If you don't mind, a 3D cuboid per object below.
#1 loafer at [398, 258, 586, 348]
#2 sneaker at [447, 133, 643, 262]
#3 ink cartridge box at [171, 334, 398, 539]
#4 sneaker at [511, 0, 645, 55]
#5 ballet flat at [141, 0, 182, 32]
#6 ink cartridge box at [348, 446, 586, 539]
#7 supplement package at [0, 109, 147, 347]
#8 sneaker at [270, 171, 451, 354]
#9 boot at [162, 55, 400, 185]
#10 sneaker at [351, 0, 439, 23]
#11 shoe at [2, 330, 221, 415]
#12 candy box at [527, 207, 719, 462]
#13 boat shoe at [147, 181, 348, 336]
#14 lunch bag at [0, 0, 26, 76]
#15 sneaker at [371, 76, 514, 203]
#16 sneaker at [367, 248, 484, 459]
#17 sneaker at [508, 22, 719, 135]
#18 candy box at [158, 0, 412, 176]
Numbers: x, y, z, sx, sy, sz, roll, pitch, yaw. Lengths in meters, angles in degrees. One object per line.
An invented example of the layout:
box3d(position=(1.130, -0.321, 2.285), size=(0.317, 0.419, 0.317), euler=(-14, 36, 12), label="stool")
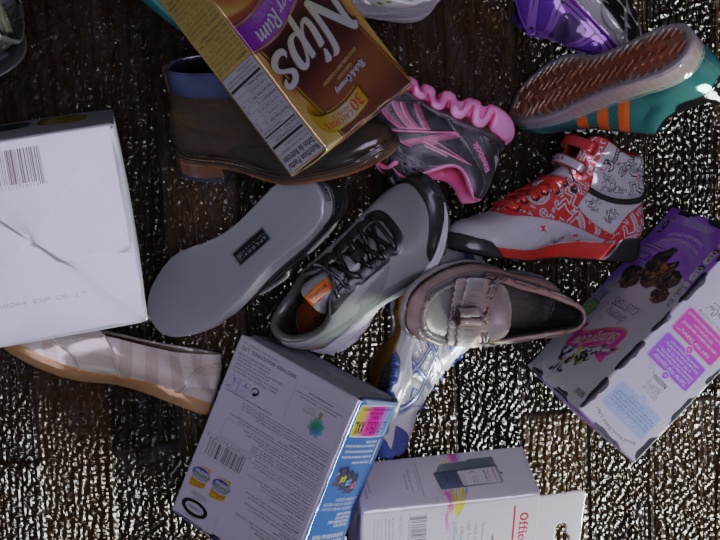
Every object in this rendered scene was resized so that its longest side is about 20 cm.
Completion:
box3d(position=(0.117, 0.031, 1.248), size=(0.199, 0.063, 0.072), euler=(-1, 106, -48), label="loafer")
box3d(position=(0.159, -0.065, 1.276), size=(0.200, 0.067, 0.109), euler=(1, 99, -27), label="sneaker")
box3d(position=(-0.071, 0.172, 1.253), size=(0.136, 0.076, 0.201), euler=(26, 96, 31), label="ink cartridge box")
box3d(position=(0.180, -0.221, 1.275), size=(0.083, 0.081, 0.200), euler=(-34, 112, 30), label="sneaker")
box3d(position=(-0.187, -0.260, 1.200), size=(0.199, 0.073, 0.073), euler=(32, 93, -11), label="ballet flat")
box3d(position=(0.091, 0.224, 1.309), size=(0.199, 0.067, 0.118), euler=(-4, 123, -9), label="ink cartridge box")
box3d(position=(-0.254, -0.037, 1.157), size=(0.151, 0.200, 0.152), euler=(-10, 100, -8), label="supplement package")
box3d(position=(0.000, 0.000, 1.227), size=(0.200, 0.079, 0.074), euler=(-49, 66, 26), label="sneaker")
box3d(position=(-0.070, -0.126, 1.193), size=(0.199, 0.075, 0.097), euler=(-2, 122, 21), label="boot")
box3d(position=(-0.019, -0.240, 1.196), size=(0.199, 0.116, 0.074), euler=(-5, 88, -14), label="sneaker")
box3d(position=(-0.210, 0.068, 1.252), size=(0.199, 0.070, 0.054), euler=(19, 96, -20), label="shoe")
box3d(position=(0.253, 0.050, 1.272), size=(0.072, 0.168, 0.200), euler=(43, 90, -13), label="candy box")
box3d(position=(-0.093, -0.007, 1.253), size=(0.200, 0.064, 0.071), euler=(-35, 75, 20), label="boat shoe")
box3d(position=(-0.346, -0.178, 1.121), size=(0.163, 0.200, 0.118), euler=(-26, 98, 0), label="lunch bag")
box3d(position=(0.030, -0.113, 1.246), size=(0.199, 0.079, 0.096), euler=(17, 81, -10), label="sneaker")
box3d(position=(0.061, 0.072, 1.293), size=(0.088, 0.075, 0.201), euler=(9, 101, -16), label="sneaker")
box3d(position=(0.215, -0.141, 1.239), size=(0.080, 0.199, 0.072), euler=(39, 59, -31), label="sneaker")
box3d(position=(-0.064, -0.186, 1.121), size=(0.200, 0.056, 0.117), euler=(53, 50, -5), label="candy box")
